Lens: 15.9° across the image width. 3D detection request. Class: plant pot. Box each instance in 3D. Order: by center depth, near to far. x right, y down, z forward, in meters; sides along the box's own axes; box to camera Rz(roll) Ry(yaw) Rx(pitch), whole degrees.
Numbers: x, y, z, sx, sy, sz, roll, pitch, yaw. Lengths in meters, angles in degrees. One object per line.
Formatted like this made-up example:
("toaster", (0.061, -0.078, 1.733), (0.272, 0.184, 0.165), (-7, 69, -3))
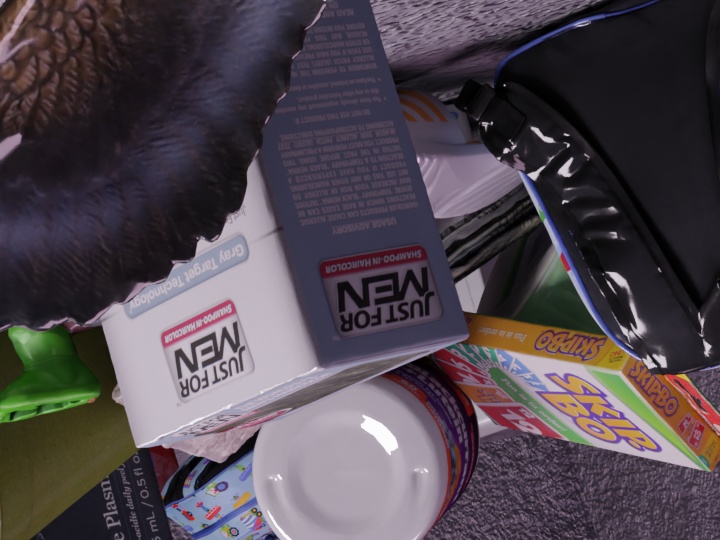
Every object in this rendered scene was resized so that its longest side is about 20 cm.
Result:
("plant pot", (-0.227, 0.088, 1.551), (0.200, 0.201, 0.190), (-23, -178, 41))

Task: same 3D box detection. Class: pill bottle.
("pill bottle", (0.011, 0.104, 1.511), (0.111, 0.112, 0.200), (-18, -179, 12))

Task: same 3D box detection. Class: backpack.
("backpack", (0.179, -0.048, 1.315), (0.200, 0.191, 0.154), (-22, 170, 30))
("backpack", (-0.090, 0.206, 2.515), (0.200, 0.135, 0.182), (-35, -176, -33))

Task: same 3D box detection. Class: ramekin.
("ramekin", (0.150, -0.005, 1.549), (0.097, 0.200, 0.200), (28, 162, -8))

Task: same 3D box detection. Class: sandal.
("sandal", (0.023, -0.061, 1.360), (0.079, 0.059, 0.206), (-40, 163, 29))

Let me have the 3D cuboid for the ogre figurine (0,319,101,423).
("ogre figurine", (-0.142, 0.003, 1.276), (0.200, 0.120, 0.098), (-24, 164, 37))

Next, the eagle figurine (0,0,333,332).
("eagle figurine", (-0.076, -0.100, 0.669), (0.151, 0.152, 0.200), (22, 142, -11))

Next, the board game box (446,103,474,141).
("board game box", (-0.034, -0.041, 1.487), (0.134, 0.034, 0.200), (-13, 171, -25))

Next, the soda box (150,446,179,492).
("soda box", (-0.260, 0.196, 2.505), (0.063, 0.070, 0.200), (-22, 170, 31))

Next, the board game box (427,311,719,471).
("board game box", (0.119, 0.065, 1.441), (0.200, 0.030, 0.096), (5, 147, 50))

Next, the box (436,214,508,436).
("box", (0.041, 0.053, 1.849), (0.200, 0.153, 0.106), (-21, 171, 34))

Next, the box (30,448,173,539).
("box", (-0.248, 0.138, 1.693), (0.200, 0.197, 0.117), (-10, 169, -37))

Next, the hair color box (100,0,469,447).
("hair color box", (-0.046, -0.057, 0.775), (0.061, 0.201, 0.099), (-9, 170, -40))

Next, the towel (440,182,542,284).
("towel", (0.028, 0.005, 1.508), (0.192, 0.035, 0.200), (-32, 178, -24))

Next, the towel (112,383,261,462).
("towel", (-0.072, 0.056, 1.575), (0.133, 0.034, 0.200), (-44, 162, 4))
